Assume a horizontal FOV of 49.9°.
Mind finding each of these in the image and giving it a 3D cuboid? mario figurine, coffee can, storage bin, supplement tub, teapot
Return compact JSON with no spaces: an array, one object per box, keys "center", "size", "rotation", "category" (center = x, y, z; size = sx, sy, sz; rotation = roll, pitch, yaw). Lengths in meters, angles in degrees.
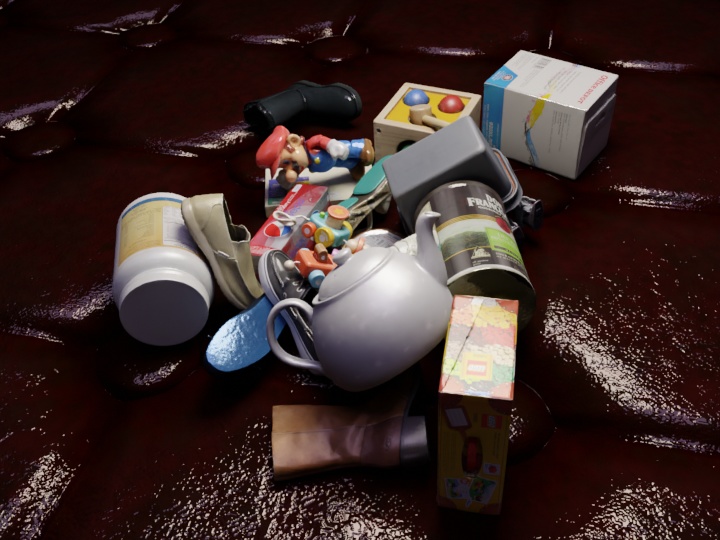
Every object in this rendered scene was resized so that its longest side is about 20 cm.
[{"center":[-0.080,-0.177,1.312],"size":[0.197,0.125,0.107],"rotation":[0,35,-18],"category":"mario figurine"},{"center":[0.158,-0.011,1.115],"size":[0.144,0.148,0.202],"rotation":[-5,41,-2],"category":"coffee can"},{"center":[0.132,-0.149,1.214],"size":[0.198,0.134,0.147],"rotation":[-26,52,12],"category":"storage bin"},{"center":[-0.289,-0.004,1.140],"size":[0.142,0.146,0.201],"rotation":[-9,41,-7],"category":"supplement tub"},{"center":[0.008,0.042,0.951],"size":[0.200,0.147,0.197],"rotation":[-41,11,-32],"category":"teapot"}]

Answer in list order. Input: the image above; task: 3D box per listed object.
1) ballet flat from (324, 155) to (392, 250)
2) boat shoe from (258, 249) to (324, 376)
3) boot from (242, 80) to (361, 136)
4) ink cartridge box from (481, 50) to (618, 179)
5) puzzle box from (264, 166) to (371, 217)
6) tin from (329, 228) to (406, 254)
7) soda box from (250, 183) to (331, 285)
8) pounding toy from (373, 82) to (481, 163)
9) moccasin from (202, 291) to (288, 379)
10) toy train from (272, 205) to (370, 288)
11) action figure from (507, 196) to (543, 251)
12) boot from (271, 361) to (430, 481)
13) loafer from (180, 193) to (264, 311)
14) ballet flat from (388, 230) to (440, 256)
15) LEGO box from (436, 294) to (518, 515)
[{"center":[0.005,-0.106,1.289],"size":[0.067,0.076,0.200],"rotation":[8,47,50],"category":"ballet flat"},{"center":[-0.077,0.046,1.068],"size":[0.069,0.066,0.202],"rotation":[-5,60,-40],"category":"boat shoe"},{"center":[-0.118,-0.314,1.535],"size":[0.198,0.077,0.168],"rotation":[22,43,36],"category":"boot"},{"center":[0.343,-0.286,1.418],"size":[0.198,0.146,0.147],"rotation":[24,48,29],"category":"ink cartridge box"},{"center":[-0.073,-0.152,1.386],"size":[0.196,0.026,0.134],"rotation":[-5,41,-1],"category":"puzzle box"},{"center":[0.000,0.000,1.198],"size":[0.111,0.042,0.199],"rotation":[27,50,37],"category":"tin"},{"center":[-0.113,-0.056,1.242],"size":[0.062,0.071,0.201],"rotation":[9,41,22],"category":"soda box"},{"center":[0.127,-0.255,1.400],"size":[0.182,0.144,0.201],"rotation":[14,43,21],"category":"pounding toy"},{"center":[-0.147,0.094,1.078],"size":[0.081,0.068,0.200],"rotation":[46,42,4],"category":"moccasin"},{"center":[-0.051,-0.046,1.122],"size":[0.148,0.056,0.201],"rotation":[11,28,-28],"category":"toy train"},{"center":[0.212,-0.113,1.287],"size":[0.130,0.070,0.200],"rotation":[-40,45,-12],"category":"action figure"},{"center":[-0.014,0.179,0.991],"size":[0.197,0.069,0.190],"rotation":[-7,48,7],"category":"boot"},{"center":[-0.184,-0.025,1.116],"size":[0.068,0.201,0.076],"rotation":[-25,27,8],"category":"loafer"},{"center":[0.028,0.016,1.072],"size":[0.201,0.071,0.072],"rotation":[-50,43,14],"category":"ballet flat"},{"center":[0.133,0.153,0.884],"size":[0.076,0.202,0.150],"rotation":[5,41,10],"category":"LEGO box"}]
